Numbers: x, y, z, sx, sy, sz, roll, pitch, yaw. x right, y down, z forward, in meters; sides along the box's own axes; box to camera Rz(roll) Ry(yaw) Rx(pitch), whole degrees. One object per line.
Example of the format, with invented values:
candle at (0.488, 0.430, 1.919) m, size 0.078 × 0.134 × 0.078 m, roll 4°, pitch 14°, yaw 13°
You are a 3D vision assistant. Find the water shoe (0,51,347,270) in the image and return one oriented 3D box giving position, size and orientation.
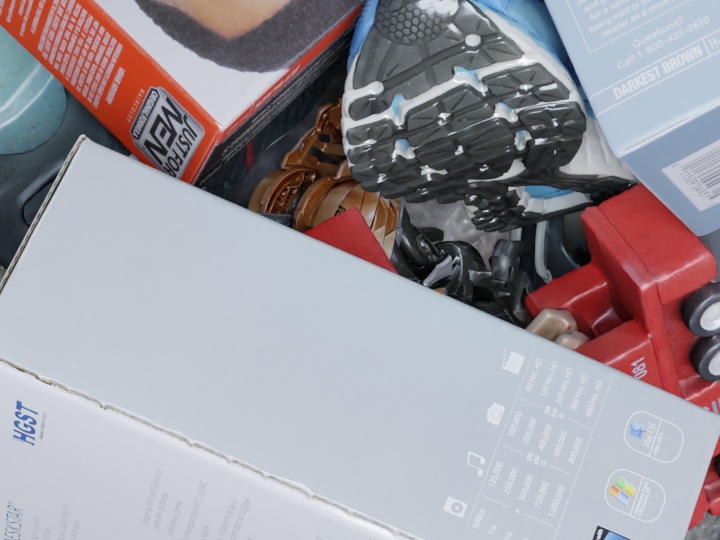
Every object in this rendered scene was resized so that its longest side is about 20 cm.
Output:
water shoe at (-0.064, -0.071, 0.761) m, size 0.079 × 0.200 × 0.072 m, roll 23°, pitch 140°, yaw 14°

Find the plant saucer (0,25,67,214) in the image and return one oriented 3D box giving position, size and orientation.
plant saucer at (-0.157, -0.098, 0.770) m, size 0.200 × 0.039 × 0.202 m, roll -6°, pitch 113°, yaw -15°

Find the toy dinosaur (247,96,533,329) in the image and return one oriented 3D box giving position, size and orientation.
toy dinosaur at (0.000, 0.000, 0.804) m, size 0.200 × 0.102 × 0.136 m, roll -52°, pitch 136°, yaw 4°

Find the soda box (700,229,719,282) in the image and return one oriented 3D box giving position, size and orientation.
soda box at (0.231, -0.055, 0.894) m, size 0.200 × 0.068 × 0.064 m, roll -24°, pitch 116°, yaw -7°

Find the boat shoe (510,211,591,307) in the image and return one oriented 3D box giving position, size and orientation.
boat shoe at (0.098, -0.015, 0.872) m, size 0.075 × 0.060 × 0.200 m, roll -19°, pitch 115°, yaw -10°

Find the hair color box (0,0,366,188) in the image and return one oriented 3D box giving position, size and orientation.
hair color box at (-0.089, -0.130, 0.698) m, size 0.200 × 0.061 × 0.102 m, roll 44°, pitch 62°, yaw 2°

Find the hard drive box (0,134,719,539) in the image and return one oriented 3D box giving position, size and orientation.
hard drive box at (-0.014, 0.064, 0.657) m, size 0.200 × 0.156 × 0.077 m, roll 23°, pitch 62°, yaw 0°

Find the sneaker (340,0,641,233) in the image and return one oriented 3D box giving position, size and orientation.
sneaker at (0.037, -0.072, 0.733) m, size 0.078 × 0.200 × 0.090 m, roll -15°, pitch 77°, yaw 13°

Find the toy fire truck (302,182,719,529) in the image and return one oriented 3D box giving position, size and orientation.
toy fire truck at (0.064, 0.040, 0.769) m, size 0.141 × 0.049 × 0.200 m, roll -27°, pitch 136°, yaw -6°

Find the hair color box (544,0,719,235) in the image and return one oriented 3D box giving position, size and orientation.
hair color box at (0.086, -0.121, 0.721) m, size 0.061 × 0.200 × 0.099 m, roll -28°, pitch 157°, yaw 15°
